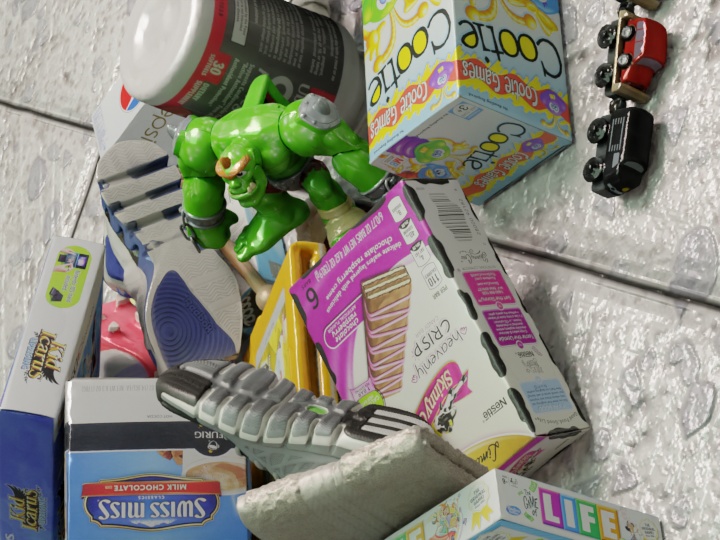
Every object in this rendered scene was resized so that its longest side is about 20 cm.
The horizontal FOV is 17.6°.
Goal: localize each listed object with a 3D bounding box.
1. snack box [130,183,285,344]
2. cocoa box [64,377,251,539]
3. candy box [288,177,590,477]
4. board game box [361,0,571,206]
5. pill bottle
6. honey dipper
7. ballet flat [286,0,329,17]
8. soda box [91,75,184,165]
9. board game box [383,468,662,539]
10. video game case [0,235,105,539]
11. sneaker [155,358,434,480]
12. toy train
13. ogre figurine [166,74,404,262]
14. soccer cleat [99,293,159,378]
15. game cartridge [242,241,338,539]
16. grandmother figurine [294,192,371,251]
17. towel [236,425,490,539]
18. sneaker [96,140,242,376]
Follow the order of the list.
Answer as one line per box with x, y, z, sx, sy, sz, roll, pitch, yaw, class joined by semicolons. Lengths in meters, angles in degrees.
-0.134;0.029;1.912;0.200;0.037;0.116;-46;41;32;snack box
-0.147;0.178;1.699;0.200;0.133;0.132;99;170;-62;cocoa box
0.048;0.057;1.550;0.136;0.061;0.200;-44;64;36;candy box
0.071;-0.167;1.649;0.105;0.103;0.200;-35;47;42;board game box
-0.072;-0.151;1.762;0.111;0.200;0.111;-30;51;46;pill bottle
-0.107;-0.020;1.838;0.038;0.038;0.200;-61;40;15;honey dipper
-0.056;-0.172;1.887;0.069;0.069;0.200;21;96;57;ballet flat
-0.152;-0.170;2.009;0.200;0.068;0.064;-49;39;31;soda box
0.072;0.193;1.443;0.200;0.134;0.034;-37;46;40;board game box
-0.234;0.108;1.771;0.200;0.045;0.181;98;-178;-45;video game case
-0.050;0.136;1.537;0.200;0.075;0.116;15;115;23;sneaker
0.181;-0.146;1.543;0.046;0.034;0.200;-11;66;49;toy train
-0.061;-0.071;1.693;0.200;0.120;0.098;11;52;46;ogre figurine
-0.156;0.095;1.848;0.200;0.067;0.077;40;143;38;soccer cleat
-0.055;0.102;1.693;0.200;0.032;0.177;119;151;-57;game cartridge
0.000;0.000;1.719;0.121;0.061;0.200;-40;36;5;grandmother figurine
0.028;0.155;1.447;0.132;0.200;0.035;-24;56;19;towel
-0.153;0.006;1.836;0.115;0.080;0.200;109;141;-66;sneaker
